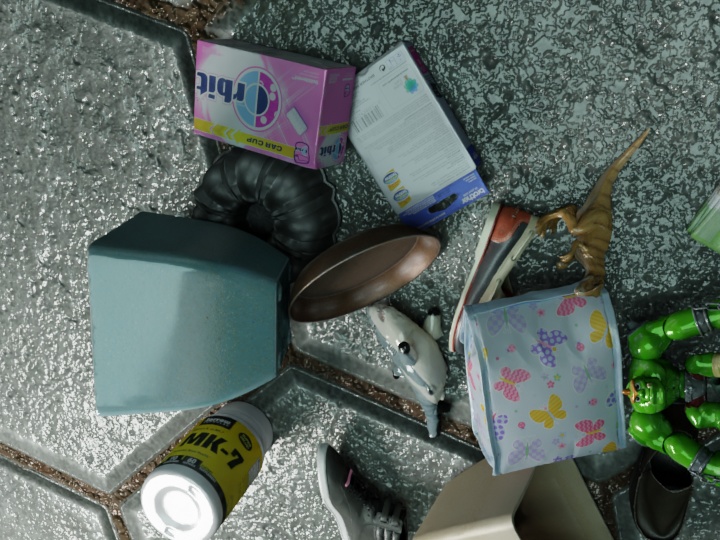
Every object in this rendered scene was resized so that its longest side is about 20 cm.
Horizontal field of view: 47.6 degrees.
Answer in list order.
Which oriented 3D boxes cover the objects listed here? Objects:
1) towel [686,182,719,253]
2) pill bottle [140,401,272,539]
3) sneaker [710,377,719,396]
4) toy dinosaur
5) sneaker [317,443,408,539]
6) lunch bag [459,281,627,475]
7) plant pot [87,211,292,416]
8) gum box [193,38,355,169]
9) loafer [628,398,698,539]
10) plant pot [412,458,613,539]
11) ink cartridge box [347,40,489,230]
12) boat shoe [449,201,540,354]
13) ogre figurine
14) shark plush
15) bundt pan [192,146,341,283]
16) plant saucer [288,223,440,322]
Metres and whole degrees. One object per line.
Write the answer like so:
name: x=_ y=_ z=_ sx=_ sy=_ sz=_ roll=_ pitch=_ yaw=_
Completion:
towel: x=0.470 y=-0.083 z=0.871 sx=0.149 sy=0.031 sz=0.201 roll=32 pitch=115 yaw=6
pill bottle: x=-0.201 y=0.268 z=1.116 sx=0.114 sy=0.200 sz=0.115 roll=6 pitch=111 yaw=16
sneaker: x=0.493 y=0.110 z=0.904 sx=0.200 sy=0.074 sz=0.118 roll=-39 pitch=100 yaw=28
toy dinosaur: x=0.262 y=-0.059 z=0.925 sx=0.106 sy=0.060 sz=0.201 roll=6 pitch=74 yaw=32
sneaker: x=0.009 y=0.320 z=1.143 sx=0.099 sy=0.071 sz=0.201 roll=-13 pitch=110 yaw=20
lunch bag: x=0.210 y=0.115 z=0.951 sx=0.169 sy=0.127 sz=0.201 roll=-13 pitch=114 yaw=-2
plant pot: x=-0.185 y=0.048 z=0.956 sx=0.199 sy=0.196 sz=0.198 roll=3 pitch=106 yaw=3
gum box: x=-0.111 y=-0.204 z=0.974 sx=0.199 sy=0.066 sz=0.114 roll=20 pitch=114 yaw=26
loafer: x=0.370 y=0.256 z=0.999 sx=0.073 sy=0.071 sz=0.201 roll=4 pitch=110 yaw=16
plant pot: x=0.186 y=0.346 z=1.034 sx=0.176 sy=0.200 sz=0.201 roll=-21 pitch=102 yaw=34
ink cartridge box: x=0.059 y=-0.155 z=0.972 sx=0.119 sy=0.042 sz=0.201 roll=-29 pitch=95 yaw=26
boat shoe: x=0.158 y=0.017 z=0.988 sx=0.062 sy=0.071 sz=0.201 roll=19 pitch=109 yaw=7
ogre figurine: x=0.356 y=0.132 z=0.903 sx=0.119 sy=0.098 sz=0.201 roll=1 pitch=115 yaw=30
shark plush: x=0.075 y=0.127 z=1.074 sx=0.083 sy=0.091 sz=0.200 roll=-2 pitch=130 yaw=38
bundt pan: x=-0.130 y=-0.066 z=1.045 sx=0.201 sy=0.076 sz=0.203 roll=6 pitch=109 yaw=16
plant saucer: x=0.000 y=0.000 z=0.975 sx=0.200 sy=0.200 sz=0.035 roll=-35 pitch=71 yaw=25
